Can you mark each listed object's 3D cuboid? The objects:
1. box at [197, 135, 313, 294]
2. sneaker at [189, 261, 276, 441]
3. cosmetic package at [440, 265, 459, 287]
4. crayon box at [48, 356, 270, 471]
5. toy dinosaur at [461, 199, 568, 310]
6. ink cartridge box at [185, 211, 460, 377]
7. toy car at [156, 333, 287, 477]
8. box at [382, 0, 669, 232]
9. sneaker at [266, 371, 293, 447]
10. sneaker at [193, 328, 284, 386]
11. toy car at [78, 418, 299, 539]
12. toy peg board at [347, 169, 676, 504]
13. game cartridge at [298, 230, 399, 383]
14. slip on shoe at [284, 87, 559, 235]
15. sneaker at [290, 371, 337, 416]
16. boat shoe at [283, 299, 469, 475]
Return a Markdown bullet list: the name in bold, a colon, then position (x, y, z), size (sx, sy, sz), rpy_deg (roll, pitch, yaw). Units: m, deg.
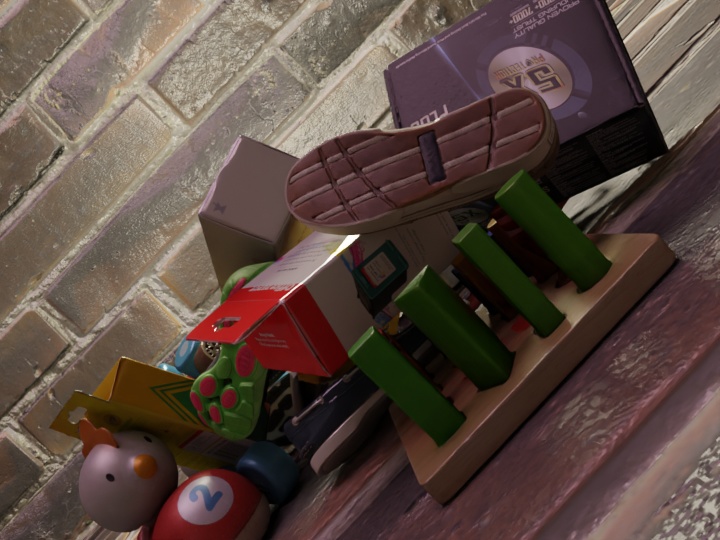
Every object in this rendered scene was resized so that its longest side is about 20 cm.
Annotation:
- **box**: position (-0.098, -0.034, 0.755), size (0.201, 0.077, 0.096), rpy_deg (97, -165, -67)
- **sneaker**: position (-0.099, 0.078, 0.694), size (0.084, 0.076, 0.202), rpy_deg (-35, -26, -56)
- **cosmetic package**: position (0.082, -0.021, 0.944), size (0.108, 0.085, 0.200), rpy_deg (-44, 2, -24)
- **crayon box**: position (-0.210, 0.154, 0.786), size (0.127, 0.198, 0.051), rpy_deg (-39, 37, 46)
- **toy dinosaur**: position (0.129, -0.038, 0.689), size (0.184, 0.104, 0.199), rpy_deg (-66, 20, -13)
- **ink cartridge box**: position (-0.026, 0.016, 0.580), size (0.199, 0.068, 0.116), rpy_deg (-40, 17, -27)
- **toy car**: position (-0.210, 0.231, 1.102), size (0.177, 0.183, 0.202), rpy_deg (-41, 35, 32)
- **box**: position (0.133, -0.140, 0.644), size (0.198, 0.166, 0.086), rpy_deg (-24, -30, 25)
- **sneaker**: position (-0.115, 0.183, 0.923), size (0.200, 0.077, 0.089), rpy_deg (-45, 17, 4)
- **sneaker**: position (-0.126, 0.110, 0.835), size (0.091, 0.067, 0.200), rpy_deg (-60, -15, 18)
- **toy car**: position (-0.198, 0.214, 0.720), size (0.177, 0.200, 0.185), rpy_deg (-40, 7, 47)
- **toy peg board**: position (0.076, 0.024, 0.522), size (0.200, 0.098, 0.199), rpy_deg (-46, 5, 0)
- **game cartridge**: position (0.000, 0.000, 0.755), size (0.176, 0.032, 0.204), rpy_deg (-2, -78, -64)
- **slip on shoe**: position (0.042, -0.069, 0.531), size (0.197, 0.077, 0.060), rpy_deg (-18, -21, 21)
- **sneaker**: position (-0.039, 0.079, 0.807), size (0.087, 0.074, 0.204), rpy_deg (-45, -39, -78)
- **boat shoe**: position (0.015, 0.089, 0.663), size (0.200, 0.062, 0.075), rpy_deg (-48, -22, 1)
